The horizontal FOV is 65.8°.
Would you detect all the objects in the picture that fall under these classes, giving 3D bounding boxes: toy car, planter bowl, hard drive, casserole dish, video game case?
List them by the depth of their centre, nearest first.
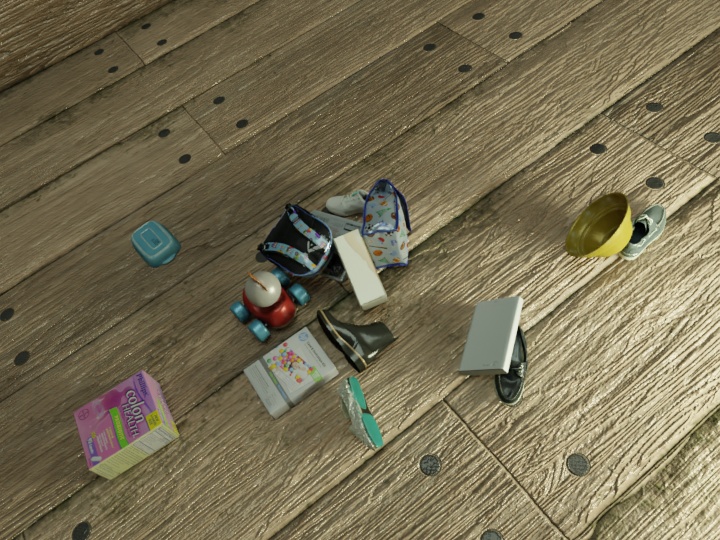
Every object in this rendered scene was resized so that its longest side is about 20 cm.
[{"bbox_3d":[0.320,0.160,1.366,0.132,0.026,0.200,-15,44,47],"label":"hard drive"},{"bbox_3d":[0.638,-0.097,1.447,0.083,0.200,0.201,34,62,-13],"label":"planter bowl"},{"bbox_3d":[-0.267,0.053,1.507,0.184,0.200,0.177,-42,57,-17],"label":"toy car"},{"bbox_3d":[-0.095,-0.074,1.625,0.200,0.023,0.182,18,78,29],"label":"video game case"},{"bbox_3d":[-0.669,-0.093,1.801,0.121,0.039,0.200,-41,58,-15],"label":"casserole dish"}]

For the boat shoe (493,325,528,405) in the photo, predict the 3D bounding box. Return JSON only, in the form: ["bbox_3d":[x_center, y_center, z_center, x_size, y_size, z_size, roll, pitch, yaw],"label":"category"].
[{"bbox_3d":[0.362,0.218,1.329,0.074,0.066,0.200,11,60,19],"label":"boat shoe"}]

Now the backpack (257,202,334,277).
[{"bbox_3d":[-0.156,-0.066,1.557,0.200,0.135,0.183,31,85,31],"label":"backpack"}]

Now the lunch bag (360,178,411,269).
[{"bbox_3d":[0.078,-0.135,1.575,0.123,0.170,0.200,-6,52,11],"label":"lunch bag"}]

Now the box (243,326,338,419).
[{"bbox_3d":[-0.180,0.263,1.441,0.200,0.041,0.156,-33,56,-12],"label":"box"}]

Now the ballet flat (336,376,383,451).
[{"bbox_3d":[-0.005,0.350,1.335,0.072,0.072,0.200,-22,52,-3],"label":"ballet flat"}]

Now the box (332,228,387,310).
[{"bbox_3d":[0.000,0.000,1.506,0.078,0.095,0.201,-23,78,0],"label":"box"}]

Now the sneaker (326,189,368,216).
[{"bbox_3d":[-0.016,-0.214,1.702,0.199,0.089,0.075,7,59,18],"label":"sneaker"}]

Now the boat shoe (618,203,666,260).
[{"bbox_3d":[0.752,-0.113,1.470,0.073,0.062,0.200,33,69,30],"label":"boat shoe"}]

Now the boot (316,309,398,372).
[{"bbox_3d":[-0.011,0.153,1.465,0.138,0.078,0.200,-35,69,-17],"label":"boot"}]

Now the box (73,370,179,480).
[{"bbox_3d":[-0.594,0.390,1.414,0.200,0.097,0.176,-31,55,-10],"label":"box"}]
